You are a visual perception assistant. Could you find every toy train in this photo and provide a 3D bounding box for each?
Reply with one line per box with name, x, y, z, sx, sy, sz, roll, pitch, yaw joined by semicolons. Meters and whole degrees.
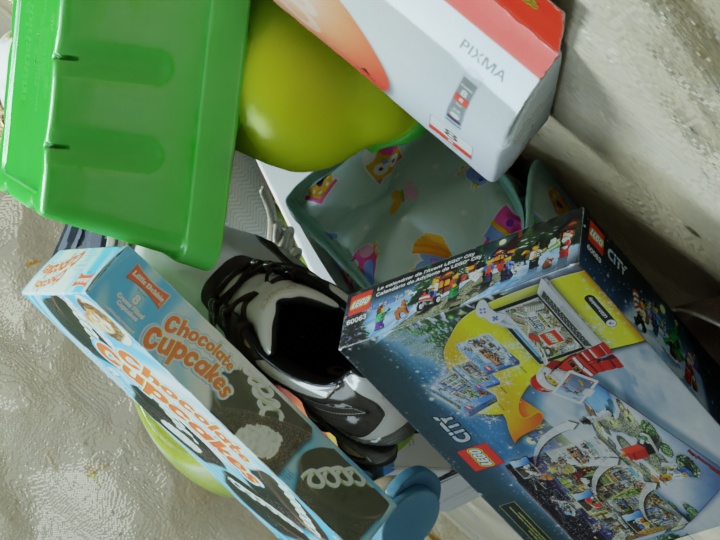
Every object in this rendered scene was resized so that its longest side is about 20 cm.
toy train;-0.013;0.059;1.493;0.116;0.085;0.200;32;140;38

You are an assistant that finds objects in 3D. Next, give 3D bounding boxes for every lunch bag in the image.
lunch bag;0.077;0.017;1.429;0.170;0.122;0.200;48;176;-38

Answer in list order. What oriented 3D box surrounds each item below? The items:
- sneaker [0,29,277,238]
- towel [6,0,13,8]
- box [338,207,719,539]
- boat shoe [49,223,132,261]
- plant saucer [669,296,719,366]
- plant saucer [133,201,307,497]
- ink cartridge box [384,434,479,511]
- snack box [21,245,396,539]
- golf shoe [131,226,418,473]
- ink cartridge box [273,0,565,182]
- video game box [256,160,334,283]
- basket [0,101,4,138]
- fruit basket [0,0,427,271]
sneaker;-0.137;-0.073;1.618;0.116;0.074;0.200;4;136;53
towel;-0.167;-0.176;1.512;0.148;0.036;0.200;17;-157;-43
box;0.102;0.064;1.318;0.137;0.038;0.200;-20;130;30
boat shoe;-0.166;-0.064;1.734;0.062;0.075;0.200;17;125;6
plant saucer;0.232;0.075;1.300;0.200;0.032;0.200;41;174;6
plant saucer;-0.094;0.046;1.721;0.031;0.200;0.200;-1;-155;-40
ink cartridge box;0.008;0.081;1.787;0.200;0.084;0.145;7;-121;-51
snack box;-0.080;0.066;1.405;0.200;0.037;0.116;45;163;-16
golf shoe;-0.045;0.018;1.404;0.200;0.078;0.094;31;162;25
ink cartridge box;0.016;-0.122;1.204;0.162;0.050;0.200;40;176;7
video game box;0.000;0.000;1.650;0.200;0.047;0.182;64;-178;5
basket;-0.150;-0.095;1.873;0.200;0.143;0.149;42;170;2
fruit basket;-0.070;-0.105;1.378;0.216;0.216;0.156;45;172;-23
